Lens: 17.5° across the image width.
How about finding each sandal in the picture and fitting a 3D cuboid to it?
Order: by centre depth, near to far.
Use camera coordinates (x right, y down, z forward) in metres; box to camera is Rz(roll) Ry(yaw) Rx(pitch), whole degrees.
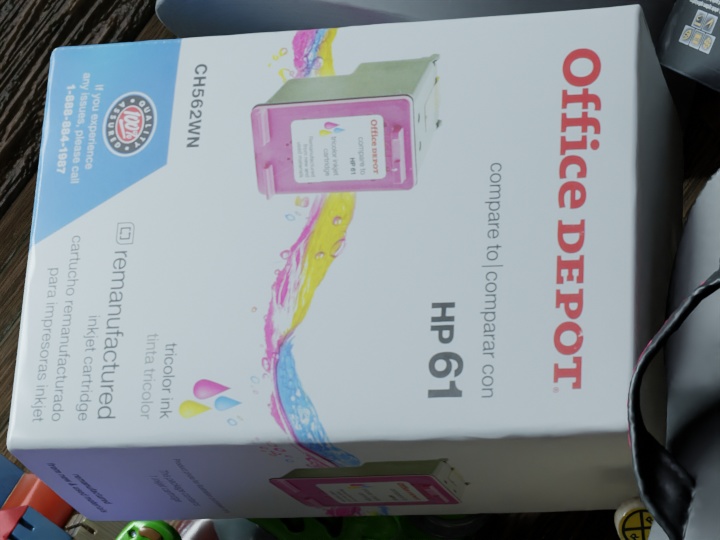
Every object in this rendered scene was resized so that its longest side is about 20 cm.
[{"bbox_3d":[0.103,0.043,0.637,0.075,0.045,0.200,-17,46,37],"label":"sandal"}]

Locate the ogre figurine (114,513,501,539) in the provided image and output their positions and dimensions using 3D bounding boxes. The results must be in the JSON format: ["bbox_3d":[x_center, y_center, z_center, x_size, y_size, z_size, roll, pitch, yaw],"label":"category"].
[{"bbox_3d":[-0.031,0.102,0.841,0.200,0.098,0.120,-41,-19,9],"label":"ogre figurine"}]

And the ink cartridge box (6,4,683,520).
[{"bbox_3d":[0.000,0.000,0.751,0.085,0.200,0.145,60,-149,-64],"label":"ink cartridge box"}]

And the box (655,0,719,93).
[{"bbox_3d":[0.178,-0.108,0.696,0.160,0.043,0.200,-67,24,8],"label":"box"}]

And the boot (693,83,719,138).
[{"bbox_3d":[0.204,-0.140,0.806,0.200,0.064,0.187,-28,41,66],"label":"boot"}]

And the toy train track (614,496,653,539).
[{"bbox_3d":[0.104,0.070,0.678,0.200,0.033,0.115,-49,14,12],"label":"toy train track"}]

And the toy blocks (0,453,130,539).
[{"bbox_3d":[-0.157,0.140,1.130,0.100,0.137,0.200,-59,16,-24],"label":"toy blocks"}]

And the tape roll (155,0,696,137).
[{"bbox_3d":[0.029,-0.100,0.861,0.200,0.200,0.066,178,108,-72],"label":"tape roll"}]
